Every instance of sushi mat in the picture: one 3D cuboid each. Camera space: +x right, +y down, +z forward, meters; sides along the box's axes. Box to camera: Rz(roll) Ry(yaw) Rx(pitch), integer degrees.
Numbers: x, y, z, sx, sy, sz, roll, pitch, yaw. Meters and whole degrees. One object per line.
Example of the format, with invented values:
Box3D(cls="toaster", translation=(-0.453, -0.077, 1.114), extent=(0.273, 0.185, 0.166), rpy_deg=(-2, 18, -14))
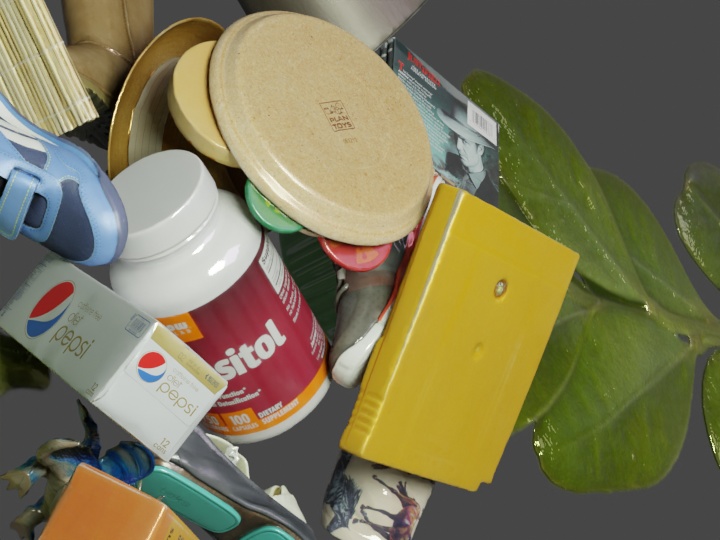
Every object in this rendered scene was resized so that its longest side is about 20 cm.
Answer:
Box3D(cls="sushi mat", translation=(-0.260, -0.173, 1.241), extent=(0.201, 0.095, 0.012), rpy_deg=(64, 16, 2))

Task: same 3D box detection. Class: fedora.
Box3D(cls="fedora", translation=(-0.103, -0.085, 1.345), extent=(0.200, 0.081, 0.202), rpy_deg=(-26, 122, -53))

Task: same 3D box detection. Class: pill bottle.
Box3D(cls="pill bottle", translation=(-0.105, 0.018, 1.279), extent=(0.200, 0.112, 0.113), rpy_deg=(61, 31, -37))

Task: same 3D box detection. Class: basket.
Box3D(cls="basket", translation=(-0.052, -0.273, 1.551), extent=(0.200, 0.136, 0.180), rpy_deg=(49, 62, -13))

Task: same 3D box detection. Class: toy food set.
Box3D(cls="toy food set", translation=(-0.030, -0.096, 1.289), extent=(0.198, 0.049, 0.200), rpy_deg=(52, 40, 2))

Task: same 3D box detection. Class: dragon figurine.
Box3D(cls="dragon figurine", translation=(-0.171, 0.124, 1.152), extent=(0.059, 0.200, 0.099), rpy_deg=(32, 57, 19))

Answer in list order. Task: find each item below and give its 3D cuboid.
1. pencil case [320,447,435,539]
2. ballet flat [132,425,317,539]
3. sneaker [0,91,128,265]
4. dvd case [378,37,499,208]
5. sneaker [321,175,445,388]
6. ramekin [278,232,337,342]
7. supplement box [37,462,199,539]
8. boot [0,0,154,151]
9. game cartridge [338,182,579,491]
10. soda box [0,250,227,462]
Box3D(cls="pencil case", translation=(0.035, 0.129, 1.400), extent=(0.089, 0.078, 0.201), rpy_deg=(23, 86, -29))
Box3D(cls="ballet flat", translation=(-0.081, 0.170, 1.302), extent=(0.200, 0.073, 0.073), rpy_deg=(43, 40, -26))
Box3D(cls="sneaker", translation=(-0.240, -0.063, 1.189), extent=(0.200, 0.074, 0.082), rpy_deg=(37, 37, 10))
Box3D(cls="dvd case", translation=(0.063, -0.077, 1.508), extent=(0.146, 0.022, 0.201), rpy_deg=(34, 47, -37))
Box3D(cls="sneaker", translation=(0.000, 0.000, 1.350), extent=(0.081, 0.077, 0.201), rpy_deg=(22, 49, 1))
Box3D(cls="ramekin", translation=(0.022, -0.022, 1.526), extent=(0.200, 0.097, 0.201), rpy_deg=(31, 47, -40))
Box3D(cls="supplement box", translation=(-0.135, 0.184, 1.126), extent=(0.067, 0.068, 0.200), rpy_deg=(-64, 165, -15))
Box3D(cls="boot", translation=(-0.212, -0.198, 1.354), extent=(0.175, 0.066, 0.201), rpy_deg=(29, 48, -57))
Box3D(cls="game cartridge", translation=(0.075, 0.055, 1.334), extent=(0.176, 0.032, 0.201), rpy_deg=(25, 88, -52))
Box3D(cls="soda box", translation=(-0.162, 0.050, 1.157), extent=(0.068, 0.200, 0.064), rpy_deg=(43, 81, -30))
